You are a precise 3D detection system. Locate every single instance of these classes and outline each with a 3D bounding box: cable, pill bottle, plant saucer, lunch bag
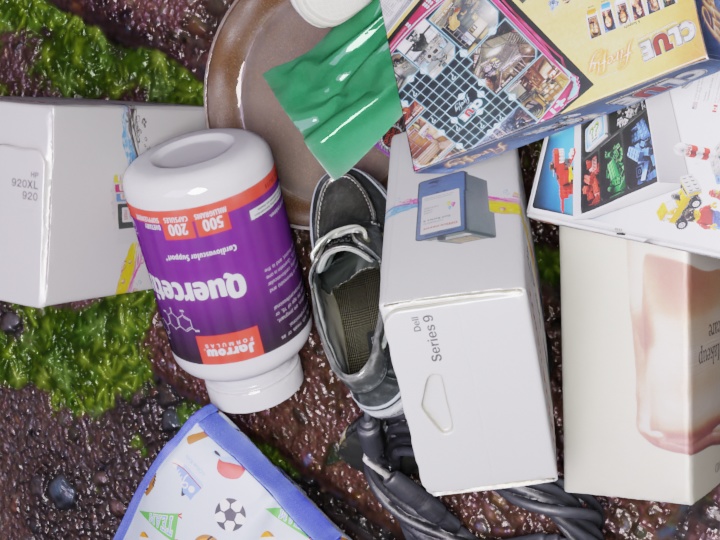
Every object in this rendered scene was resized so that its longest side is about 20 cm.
[{"bbox_3d":[0.083,0.166,0.876,0.199,0.051,0.164,25,140,16],"label":"cable"},{"bbox_3d":[-0.101,0.003,0.951,0.112,0.112,0.201,3,119,31],"label":"pill bottle"},{"bbox_3d":[-0.033,-0.132,0.964,0.199,0.032,0.202,3,97,30],"label":"plant saucer"},{"bbox_3d":[-0.095,0.222,0.983,0.170,0.124,0.201,41,128,20],"label":"lunch bag"}]

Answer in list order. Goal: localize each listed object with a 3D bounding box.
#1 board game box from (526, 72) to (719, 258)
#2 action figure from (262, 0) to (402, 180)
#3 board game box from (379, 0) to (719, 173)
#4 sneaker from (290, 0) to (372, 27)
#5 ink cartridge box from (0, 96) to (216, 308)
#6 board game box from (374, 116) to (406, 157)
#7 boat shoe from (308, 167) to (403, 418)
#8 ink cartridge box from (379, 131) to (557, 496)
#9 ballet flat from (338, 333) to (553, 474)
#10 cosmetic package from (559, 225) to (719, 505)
[{"bbox_3d":[0.180,-0.115,0.733,0.125,0.035,0.202,14,91,31],"label":"board game box"},{"bbox_3d":[0.039,-0.153,0.836,0.200,0.055,0.118,-39,56,7],"label":"action figure"},{"bbox_3d":[0.099,-0.146,0.707,0.199,0.034,0.137,-17,80,42],"label":"board game box"},{"bbox_3d":[0.025,-0.232,0.786,0.200,0.075,0.081,-50,28,18],"label":"sneaker"},{"bbox_3d":[-0.226,-0.061,0.989,0.146,0.199,0.146,8,99,30],"label":"ink cartridge box"},{"bbox_3d":[0.079,-0.158,0.872,0.120,0.032,0.201,37,105,18],"label":"board game box"},{"bbox_3d":[0.000,0.000,0.861,0.072,0.071,0.201,-24,54,12],"label":"boat shoe"},{"bbox_3d":[0.069,0.017,0.790,0.087,0.201,0.146,-8,123,11],"label":"ink cartridge box"},{"bbox_3d":[0.062,0.098,0.929,0.199,0.057,0.066,-33,118,32],"label":"ballet flat"},{"bbox_3d":[0.184,0.037,0.810,0.087,0.103,0.202,1,97,30],"label":"cosmetic package"}]
